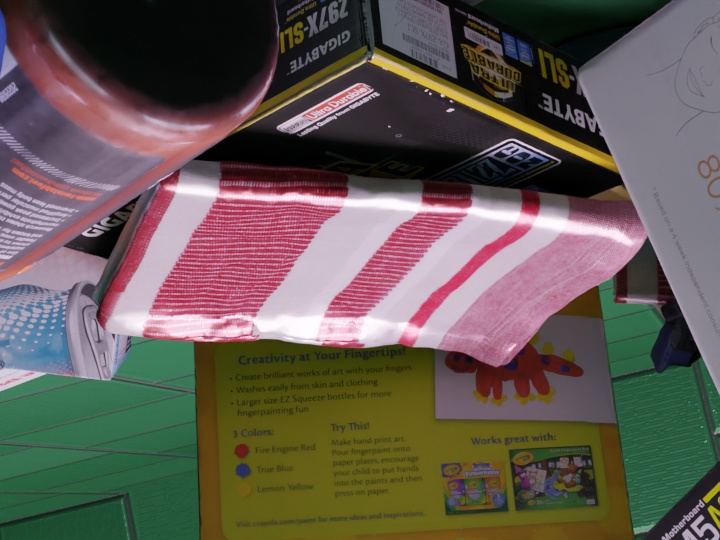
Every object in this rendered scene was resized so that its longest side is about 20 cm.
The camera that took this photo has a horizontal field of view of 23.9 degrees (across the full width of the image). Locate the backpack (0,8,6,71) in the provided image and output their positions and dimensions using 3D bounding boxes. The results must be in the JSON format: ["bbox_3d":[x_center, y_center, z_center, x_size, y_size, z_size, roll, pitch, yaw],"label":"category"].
[{"bbox_3d":[-0.208,-0.028,0.458,0.199,0.169,0.162,17,160,-34],"label":"backpack"}]

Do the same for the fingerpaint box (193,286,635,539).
[{"bbox_3d":[0.020,0.068,0.827,0.199,0.168,0.073,-3,155,-4],"label":"fingerpaint box"}]

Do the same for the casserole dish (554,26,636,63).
[{"bbox_3d":[0.110,-0.085,0.948,0.121,0.039,0.199,-1,165,-45],"label":"casserole dish"}]

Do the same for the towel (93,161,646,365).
[{"bbox_3d":[0.000,0.000,0.702,0.199,0.023,0.144,5,155,-18],"label":"towel"}]

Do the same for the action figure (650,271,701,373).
[{"bbox_3d":[0.190,-0.052,0.805,0.193,0.105,0.201,12,119,-26],"label":"action figure"}]

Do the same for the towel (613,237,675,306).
[{"bbox_3d":[0.233,-0.023,0.901,0.199,0.023,0.144,0,-145,7],"label":"towel"}]

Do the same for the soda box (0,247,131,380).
[{"bbox_3d":[-0.203,0.002,0.773,0.199,0.069,0.064,6,-172,0],"label":"soda box"}]

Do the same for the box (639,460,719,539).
[{"bbox_3d":[0.207,0.099,0.815,0.160,0.044,0.200,-51,160,28],"label":"box"}]

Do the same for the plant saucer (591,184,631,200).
[{"bbox_3d":[0.018,-0.046,0.832,0.199,0.049,0.200,-17,155,30],"label":"plant saucer"}]

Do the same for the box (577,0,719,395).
[{"bbox_3d":[0.205,-0.057,0.611,0.106,0.153,0.200,-7,160,-46],"label":"box"}]

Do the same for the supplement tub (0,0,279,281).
[{"bbox_3d":[-0.125,-0.058,0.599,0.107,0.108,0.200,-2,161,-43],"label":"supplement tub"}]

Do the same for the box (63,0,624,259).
[{"bbox_3d":[-0.013,-0.045,0.700,0.199,0.050,0.159,-23,153,39],"label":"box"}]

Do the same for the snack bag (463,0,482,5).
[{"bbox_3d":[-0.034,-0.113,0.679,0.188,0.022,0.199,-20,167,39],"label":"snack bag"}]

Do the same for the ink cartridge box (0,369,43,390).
[{"bbox_3d":[-0.258,0.023,0.970,0.145,0.083,0.199,-21,166,36],"label":"ink cartridge box"}]
